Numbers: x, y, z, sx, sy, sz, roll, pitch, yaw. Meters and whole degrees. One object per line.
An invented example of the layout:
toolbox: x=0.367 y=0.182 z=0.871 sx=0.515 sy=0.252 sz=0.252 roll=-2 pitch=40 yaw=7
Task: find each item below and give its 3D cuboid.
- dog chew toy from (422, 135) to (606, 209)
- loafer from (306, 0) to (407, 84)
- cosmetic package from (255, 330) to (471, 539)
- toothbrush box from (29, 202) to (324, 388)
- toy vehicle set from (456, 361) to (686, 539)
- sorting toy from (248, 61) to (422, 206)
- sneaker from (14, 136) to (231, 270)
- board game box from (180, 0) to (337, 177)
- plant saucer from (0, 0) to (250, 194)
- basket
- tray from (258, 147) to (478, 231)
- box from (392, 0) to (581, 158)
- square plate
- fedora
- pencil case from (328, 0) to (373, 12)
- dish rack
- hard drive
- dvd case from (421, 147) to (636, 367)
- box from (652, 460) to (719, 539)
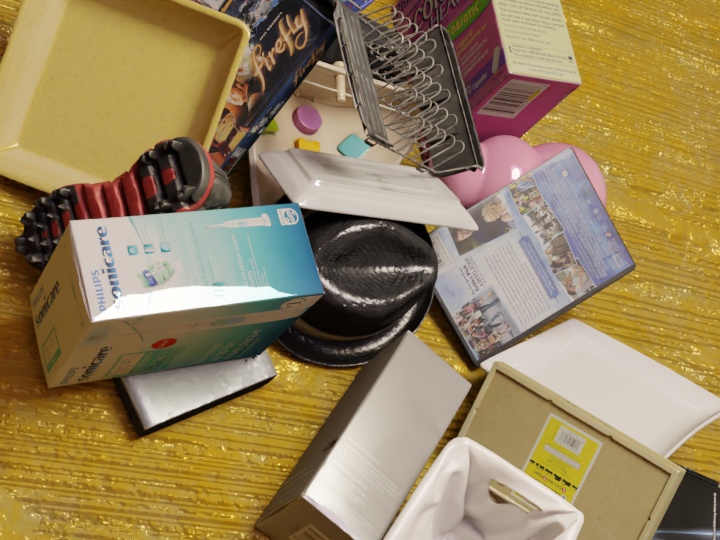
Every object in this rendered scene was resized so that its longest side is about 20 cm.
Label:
dog chew toy: x=0.161 y=-0.089 z=1.237 sx=0.198 sy=0.125 sz=0.126 roll=15 pitch=59 yaw=-14
loafer: x=-0.037 y=-0.255 z=1.241 sx=0.198 sy=0.069 sz=0.071 roll=19 pitch=28 yaw=-15
cosmetic package: x=0.006 y=0.162 z=1.027 sx=0.090 sy=0.107 sz=0.201 roll=38 pitch=52 yaw=-7
toothbrush box: x=-0.152 y=0.020 z=0.939 sx=0.198 sy=0.146 sz=0.086 roll=-5 pitch=69 yaw=-32
toy vehicle set: x=0.180 y=0.186 z=1.057 sx=0.199 sy=0.125 sz=0.026 roll=31 pitch=8 yaw=28
sorting toy: x=-0.045 y=-0.116 z=1.147 sx=0.198 sy=0.106 sz=0.182 roll=13 pitch=70 yaw=-29
sneaker: x=-0.192 y=-0.045 z=0.965 sx=0.098 sy=0.198 sz=0.072 roll=19 pitch=53 yaw=-65
board game box: x=-0.131 y=-0.185 z=1.064 sx=0.135 sy=0.201 sz=0.035 roll=41 pitch=7 yaw=14
plant saucer: x=-0.218 y=-0.154 z=1.025 sx=0.198 sy=0.048 sz=0.202 roll=21 pitch=91 yaw=0
basket: x=0.079 y=0.268 z=0.971 sx=0.135 sy=0.124 sz=0.201 roll=31 pitch=64 yaw=12
tray: x=0.011 y=-0.081 z=1.082 sx=0.198 sy=0.022 sz=0.108 roll=6 pitch=28 yaw=-29
box: x=0.131 y=-0.248 z=1.258 sx=0.096 sy=0.176 sz=0.202 roll=3 pitch=65 yaw=-29
square plate: x=0.246 y=0.124 z=1.159 sx=0.197 sy=0.029 sz=0.199 roll=30 pitch=29 yaw=30
fedora: x=0.000 y=0.000 z=1.080 sx=0.198 sy=0.091 sz=0.204 roll=1 pitch=88 yaw=-26
pencil case: x=-0.052 y=-0.350 z=1.228 sx=0.078 sy=0.087 sz=0.200 roll=-39 pitch=60 yaw=-10
dish rack: x=0.043 y=-0.172 z=1.072 sx=0.199 sy=0.054 sz=0.155 roll=16 pitch=57 yaw=-62
hard drive: x=-0.177 y=0.031 z=1.032 sx=0.139 sy=0.033 sz=0.202 roll=-20 pitch=77 yaw=-35
dvd case: x=0.165 y=-0.013 z=1.178 sx=0.199 sy=0.018 sz=0.144 roll=-31 pitch=96 yaw=-2
box: x=0.262 y=0.284 z=1.127 sx=0.162 sy=0.086 sz=0.202 roll=24 pitch=57 yaw=-17
